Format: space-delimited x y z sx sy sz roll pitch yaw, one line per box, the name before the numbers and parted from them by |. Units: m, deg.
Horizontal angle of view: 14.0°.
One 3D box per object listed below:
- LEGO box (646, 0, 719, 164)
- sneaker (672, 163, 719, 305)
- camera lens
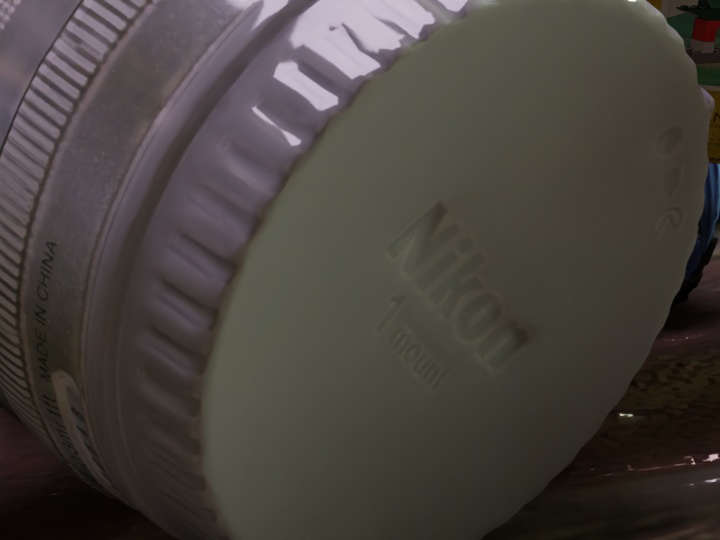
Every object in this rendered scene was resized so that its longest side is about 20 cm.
LEGO box | 0.126 -0.099 0.711 0.199 0.149 0.077 7 48 -3
sneaker | 0.033 -0.071 0.841 0.078 0.200 0.075 -28 -12 -27
camera lens | -0.042 -0.040 0.664 0.160 0.160 0.200 -19 40 -36
